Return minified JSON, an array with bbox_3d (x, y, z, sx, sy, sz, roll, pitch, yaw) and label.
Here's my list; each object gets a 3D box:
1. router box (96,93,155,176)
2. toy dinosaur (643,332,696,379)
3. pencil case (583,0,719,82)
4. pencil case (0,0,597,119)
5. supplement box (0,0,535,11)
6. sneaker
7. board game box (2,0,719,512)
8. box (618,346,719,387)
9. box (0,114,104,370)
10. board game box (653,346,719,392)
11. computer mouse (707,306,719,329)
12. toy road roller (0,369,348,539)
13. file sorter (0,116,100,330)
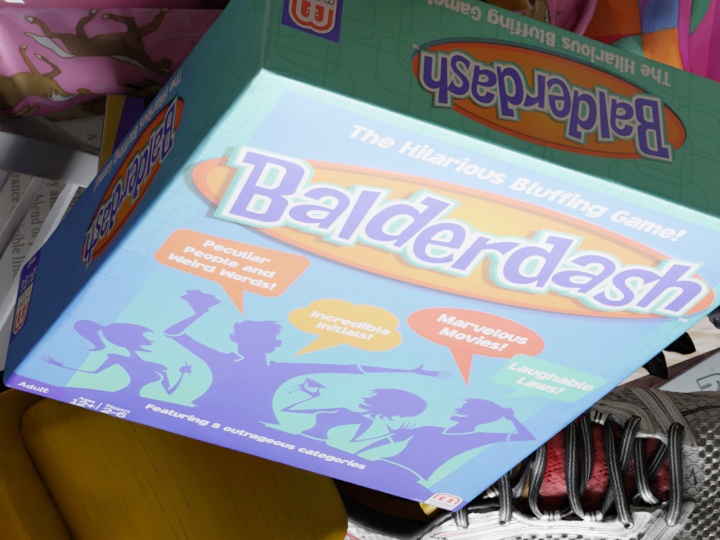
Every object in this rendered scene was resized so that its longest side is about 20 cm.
[{"bbox_3d":[0.000,0.000,0.937,0.157,0.052,0.200,5,166,3],"label":"router box"},{"bbox_3d":[0.107,-0.044,1.052,0.200,0.102,0.136,22,149,0],"label":"toy dinosaur"},{"bbox_3d":[0.055,-0.064,0.927,0.200,0.088,0.088,-3,165,42],"label":"pencil case"},{"bbox_3d":[-0.030,-0.090,0.861,0.200,0.087,0.083,0,-176,22],"label":"pencil case"},{"bbox_3d":[-0.059,-0.122,0.722,0.200,0.086,0.110,2,167,14],"label":"supplement box"},{"bbox_3d":[0.061,0.073,0.931,0.200,0.078,0.082,-3,165,29],"label":"sneaker"},{"bbox_3d":[0.005,-0.004,0.780,0.152,0.045,0.200,17,148,-18],"label":"board game box"},{"bbox_3d":[0.222,0.078,1.292,0.176,0.097,0.200,-19,-176,-28],"label":"box"},{"bbox_3d":[-0.093,0.071,1.139,0.171,0.199,0.200,-9,142,2],"label":"box"},{"bbox_3d":[0.175,0.037,1.025,0.200,0.064,0.148,-35,172,28],"label":"board game box"},{"bbox_3d":[0.187,-0.047,0.938,0.138,0.053,0.200,-34,174,26],"label":"computer mouse"},{"bbox_3d":[-0.098,0.085,0.879,0.146,0.123,0.200,-28,180,30],"label":"toy road roller"},{"bbox_3d":[-0.191,-0.023,0.935,0.139,0.125,0.200,30,-177,7],"label":"file sorter"}]
